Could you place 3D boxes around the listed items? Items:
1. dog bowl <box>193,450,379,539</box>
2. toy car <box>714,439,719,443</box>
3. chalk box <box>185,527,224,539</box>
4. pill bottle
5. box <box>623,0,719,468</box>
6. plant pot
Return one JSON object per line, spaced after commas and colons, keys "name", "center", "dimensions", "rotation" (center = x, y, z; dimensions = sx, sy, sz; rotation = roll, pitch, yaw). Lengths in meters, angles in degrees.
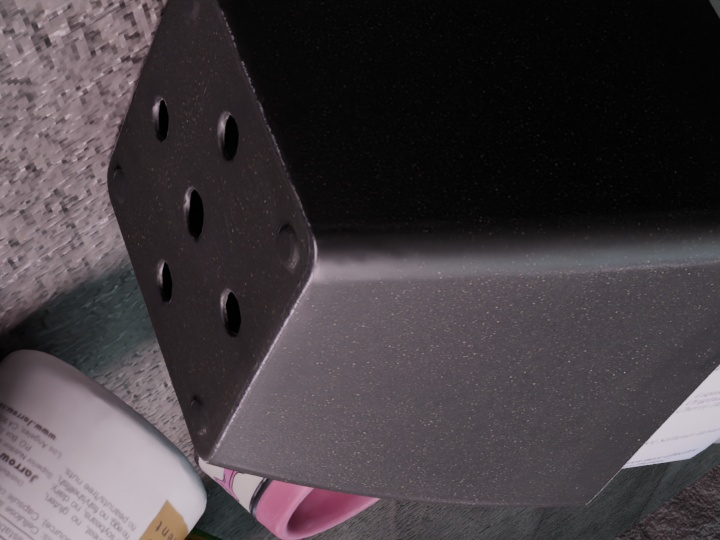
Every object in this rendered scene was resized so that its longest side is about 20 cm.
{"name": "dog bowl", "center": [-0.003, 0.092, 1.029], "dimensions": [0.199, 0.074, 0.201], "rotation": [-33, 161, -13]}
{"name": "toy car", "center": [0.219, 0.062, 1.265], "dimensions": [0.198, 0.160, 0.164], "rotation": [-4, 166, -29]}
{"name": "chalk box", "center": [-0.111, 0.248, 1.056], "dimensions": [0.199, 0.123, 0.126], "rotation": [-6, 108, -56]}
{"name": "pill bottle", "center": [-0.165, 0.144, 0.699], "dimensions": [0.201, 0.114, 0.115], "rotation": [-54, 168, -21]}
{"name": "box", "center": [0.126, -0.034, 0.705], "dimensions": [0.104, 0.186, 0.200], "rotation": [-4, 153, -28]}
{"name": "plant pot", "center": [0.017, -0.029, 0.611], "dimensions": [0.176, 0.201, 0.201], "rotation": [-6, 148, -30]}
